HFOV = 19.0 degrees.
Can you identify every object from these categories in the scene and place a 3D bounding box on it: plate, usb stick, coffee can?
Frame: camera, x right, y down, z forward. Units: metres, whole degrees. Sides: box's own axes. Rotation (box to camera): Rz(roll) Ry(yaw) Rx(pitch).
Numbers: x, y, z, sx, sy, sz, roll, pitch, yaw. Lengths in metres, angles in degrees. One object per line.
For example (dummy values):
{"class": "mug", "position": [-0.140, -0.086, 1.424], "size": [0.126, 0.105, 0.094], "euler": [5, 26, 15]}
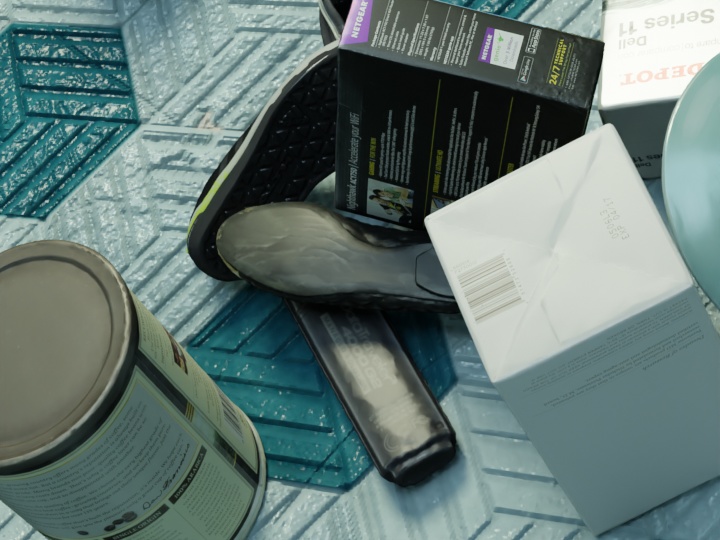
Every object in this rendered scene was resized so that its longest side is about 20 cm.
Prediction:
{"class": "plate", "position": [0.266, -0.045, 1.229], "size": [0.198, 0.026, 0.202], "euler": [5, 74, -18]}
{"class": "usb stick", "position": [0.000, 0.052, 1.369], "size": [0.055, 0.033, 0.201], "euler": [-28, 53, -4]}
{"class": "coffee can", "position": [-0.161, 0.095, 1.311], "size": [0.145, 0.200, 0.148], "euler": [-12, 56, 18]}

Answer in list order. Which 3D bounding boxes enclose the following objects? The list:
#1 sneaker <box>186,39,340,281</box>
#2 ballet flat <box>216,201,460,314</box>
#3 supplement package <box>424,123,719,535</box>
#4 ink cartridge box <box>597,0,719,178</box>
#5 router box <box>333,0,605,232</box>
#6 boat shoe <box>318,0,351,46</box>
{"class": "sneaker", "position": [-0.056, -0.084, 1.431], "size": [0.200, 0.072, 0.083], "euler": [-48, 25, 12]}
{"class": "ballet flat", "position": [0.000, 0.000, 1.367], "size": [0.198, 0.057, 0.067], "euler": [11, 72, 19]}
{"class": "supplement package", "position": [0.136, 0.039, 1.207], "size": [0.119, 0.200, 0.122], "euler": [-27, 52, 7]}
{"class": "ink cartridge box", "position": [0.231, -0.171, 1.364], "size": [0.145, 0.083, 0.202], "euler": [-7, 60, 21]}
{"class": "router box", "position": [0.060, -0.084, 1.292], "size": [0.148, 0.200, 0.051], "euler": [15, 64, 5]}
{"class": "boat shoe", "position": [0.009, -0.128, 1.453], "size": [0.072, 0.063, 0.201], "euler": [-22, 55, 8]}
